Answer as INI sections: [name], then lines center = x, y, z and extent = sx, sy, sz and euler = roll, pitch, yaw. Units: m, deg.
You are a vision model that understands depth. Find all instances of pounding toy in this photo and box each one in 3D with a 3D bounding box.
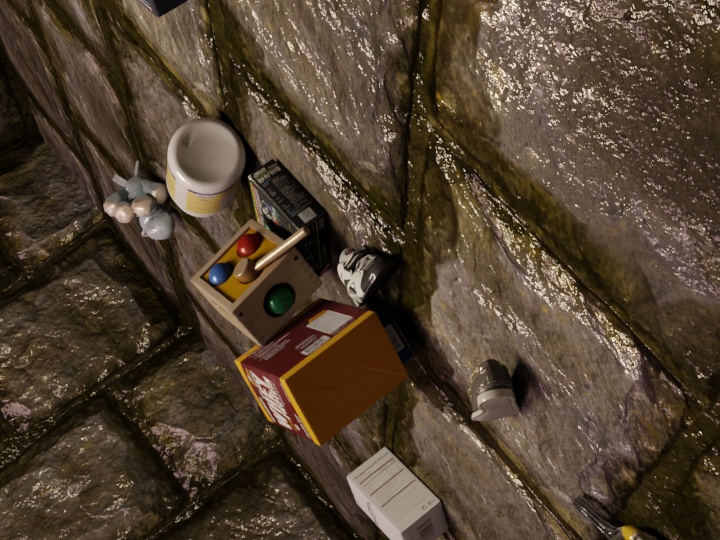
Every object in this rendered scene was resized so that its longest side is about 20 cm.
[pounding toy]
center = -0.170, 0.004, 1.956
extent = 0.200, 0.184, 0.142
euler = 31, 164, 49

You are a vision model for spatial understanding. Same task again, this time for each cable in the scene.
[cable]
center = 0.380, 0.376, 1.627
extent = 0.097, 0.050, 0.200
euler = 43, 180, -21

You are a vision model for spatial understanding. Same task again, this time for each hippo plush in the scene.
[hippo plush]
center = -0.561, -0.147, 2.916
extent = 0.200, 0.159, 0.162
euler = 35, 154, 45

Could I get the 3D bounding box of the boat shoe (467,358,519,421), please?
[boat shoe]
center = 0.195, 0.181, 1.681
extent = 0.202, 0.071, 0.061
euler = 75, -176, -72

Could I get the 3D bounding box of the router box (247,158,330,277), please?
[router box]
center = -0.126, -0.083, 2.042
extent = 0.150, 0.062, 0.201
euler = 46, 161, 23

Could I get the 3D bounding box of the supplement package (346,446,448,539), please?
[supplement package]
center = 0.081, 0.508, 2.494
extent = 0.200, 0.117, 0.117
euler = 40, 158, 41

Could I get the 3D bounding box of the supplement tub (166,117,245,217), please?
[supplement tub]
center = -0.296, -0.189, 2.161
extent = 0.146, 0.145, 0.200
euler = 53, 163, 5

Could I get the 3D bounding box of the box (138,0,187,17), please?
[box]
center = -0.330, -0.519, 1.687
extent = 0.200, 0.123, 0.199
euler = 43, 160, 35

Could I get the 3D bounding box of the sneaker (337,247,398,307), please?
[sneaker]
center = 0.000, 0.000, 1.845
extent = 0.089, 0.074, 0.200
euler = 52, 162, 3

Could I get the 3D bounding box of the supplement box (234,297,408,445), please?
[supplement box]
center = -0.069, 0.165, 1.922
extent = 0.200, 0.197, 0.133
euler = 11, 133, 60

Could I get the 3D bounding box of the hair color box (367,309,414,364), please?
[hair color box]
center = 0.016, 0.126, 2.055
extent = 0.100, 0.060, 0.200
euler = 59, 161, -9
